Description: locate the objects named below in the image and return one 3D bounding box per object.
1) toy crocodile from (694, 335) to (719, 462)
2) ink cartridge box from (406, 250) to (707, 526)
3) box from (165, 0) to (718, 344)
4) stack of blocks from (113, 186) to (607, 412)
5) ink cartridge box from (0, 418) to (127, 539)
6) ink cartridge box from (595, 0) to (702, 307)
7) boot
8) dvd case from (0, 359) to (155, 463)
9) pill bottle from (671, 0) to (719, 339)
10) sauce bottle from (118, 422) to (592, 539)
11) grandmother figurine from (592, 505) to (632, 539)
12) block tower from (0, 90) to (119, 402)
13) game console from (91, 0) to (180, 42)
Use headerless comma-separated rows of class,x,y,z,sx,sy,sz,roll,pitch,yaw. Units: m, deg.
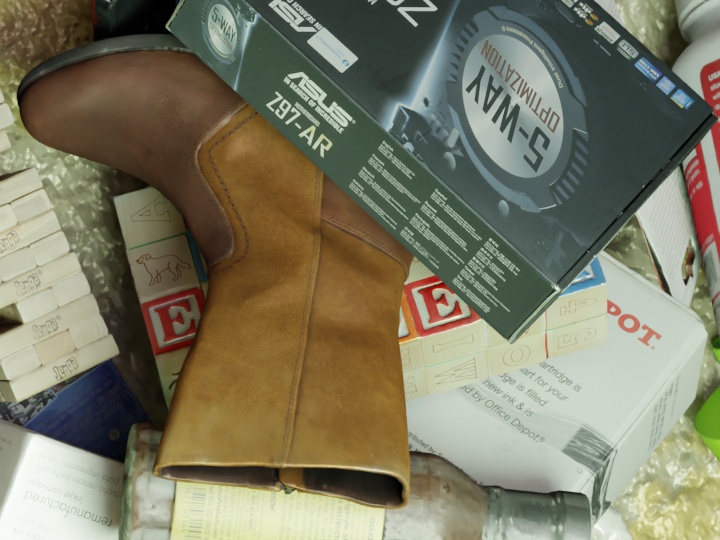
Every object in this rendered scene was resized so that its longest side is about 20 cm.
toy crocodile,0.254,0.041,1.263,0.200,0.062,0.068,-31,102,-24
ink cartridge box,0.048,0.074,1.115,0.144,0.084,0.200,35,71,18
box,0.039,-0.085,1.026,0.200,0.044,0.160,43,46,4
stack of blocks,0.000,0.000,1.077,0.200,0.059,0.115,-16,60,-3
ink cartridge box,-0.143,0.178,1.050,0.117,0.067,0.200,23,84,-29
ink cartridge box,0.110,-0.072,1.169,0.200,0.050,0.109,66,23,-18
boot,-0.065,0.004,1.000,0.188,0.068,0.200,13,56,-9
dvd case,-0.196,0.041,1.069,0.143,0.018,0.200,-38,105,-21
pill bottle,0.219,-0.061,1.204,0.112,0.112,0.200,0,70,-26
sauce bottle,-0.002,0.105,1.012,0.200,0.065,0.065,8,85,-7
grandmother figurine,0.068,0.197,1.172,0.121,0.061,0.200,44,73,-27
block tower,-0.177,-0.043,1.041,0.058,0.054,0.200,-26,99,-25
game console,-0.022,-0.141,1.109,0.119,0.172,0.200,33,72,6
